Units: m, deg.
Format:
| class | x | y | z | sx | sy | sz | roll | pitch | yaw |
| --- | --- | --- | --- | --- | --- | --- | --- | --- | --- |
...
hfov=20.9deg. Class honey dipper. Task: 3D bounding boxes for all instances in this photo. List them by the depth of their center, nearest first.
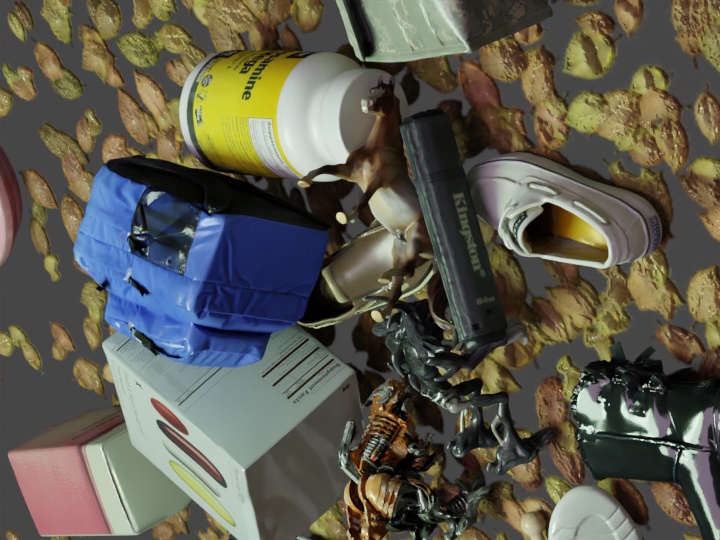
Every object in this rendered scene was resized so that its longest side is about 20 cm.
| class | x | y | z | sx | sy | sz | roll | pitch | yaw |
| --- | --- | --- | --- | --- | --- | --- | --- | --- | --- |
| honey dipper | 0.186 | 0.312 | 1.775 | 0.038 | 0.038 | 0.200 | -8 | 102 | 50 |

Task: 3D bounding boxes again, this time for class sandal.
| class | x | y | z | sx | sy | sz | roll | pitch | yaw |
| --- | --- | --- | --- | --- | --- | --- | --- | --- | --- |
| sandal | 0.220 | 0.279 | 1.698 | 0.050 | 0.082 | 0.203 | -83 | -32 | -82 |

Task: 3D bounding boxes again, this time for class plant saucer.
| class | x | y | z | sx | sy | sz | roll | pitch | yaw |
| --- | --- | --- | --- | --- | --- | --- | --- | --- | --- |
| plant saucer | -0.449 | -0.096 | 2.221 | 0.200 | 0.051 | 0.201 | 27 | 131 | 36 |

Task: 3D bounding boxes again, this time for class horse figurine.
| class | x | y | z | sx | sy | sz | roll | pitch | yaw |
| --- | --- | --- | --- | --- | --- | --- | --- | --- | --- |
| horse figurine | 0.027 | -0.045 | 1.618 | 0.050 | 0.133 | 0.200 | -18 | 109 | 40 |

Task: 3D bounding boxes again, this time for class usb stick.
| class | x | y | z | sx | sy | sz | roll | pitch | yaw |
| --- | --- | --- | --- | --- | --- | --- | --- | --- | --- |
| usb stick | 0.077 | -0.035 | 1.608 | 0.033 | 0.055 | 0.200 | -16 | 88 | 35 |

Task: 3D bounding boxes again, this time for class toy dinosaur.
| class | x | y | z | sx | sy | sz | roll | pitch | yaw |
| --- | --- | --- | --- | --- | --- | --- | --- | --- | --- |
| toy dinosaur | 0.028 | 0.206 | 1.796 | 0.102 | 0.136 | 0.200 | 14 | 81 | 60 |

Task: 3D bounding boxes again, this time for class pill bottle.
| class | x | y | z | sx | sy | sz | roll | pitch | yaw |
| --- | --- | --- | --- | --- | --- | --- | --- | --- | --- |
| pill bottle | -0.057 | -0.136 | 1.713 | 0.200 | 0.112 | 0.113 | 7 | 117 | 45 |

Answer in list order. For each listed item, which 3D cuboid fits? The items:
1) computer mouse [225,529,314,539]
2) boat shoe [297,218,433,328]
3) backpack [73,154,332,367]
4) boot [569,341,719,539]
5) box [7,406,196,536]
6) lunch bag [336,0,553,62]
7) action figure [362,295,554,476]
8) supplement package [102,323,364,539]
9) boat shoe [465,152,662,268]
| class | x | y | z | sx | sy | sz | roll | pitch | yaw |
| --- | --- | --- | --- | --- | --- | --- | --- | --- | --- |
| computer mouse | -0.077 | 0.282 | 2.044 | 0.200 | 0.046 | 0.141 | -1 | 106 | 54 |
| boat shoe | 0.003 | 0.005 | 1.759 | 0.075 | 0.075 | 0.202 | 57 | 141 | 5 |
| backpack | -0.163 | -0.013 | 1.754 | 0.200 | 0.162 | 0.168 | 27 | 96 | 39 |
| boot | 0.252 | 0.162 | 1.580 | 0.162 | 0.073 | 0.198 | 5 | 109 | 44 |
| box | -0.273 | 0.218 | 2.150 | 0.200 | 0.128 | 0.109 | -10 | 103 | 49 |
| lunch bag | 0.032 | -0.253 | 1.545 | 0.200 | 0.118 | 0.164 | 1 | 113 | 54 |
| action figure | 0.084 | 0.078 | 1.688 | 0.119 | 0.102 | 0.200 | 16 | 145 | 56 |
| supplement package | -0.117 | 0.135 | 1.873 | 0.200 | 0.147 | 0.191 | 37 | 155 | 28 |
| boat shoe | 0.145 | -0.043 | 1.575 | 0.200 | 0.070 | 0.071 | 23 | 127 | 43 |
